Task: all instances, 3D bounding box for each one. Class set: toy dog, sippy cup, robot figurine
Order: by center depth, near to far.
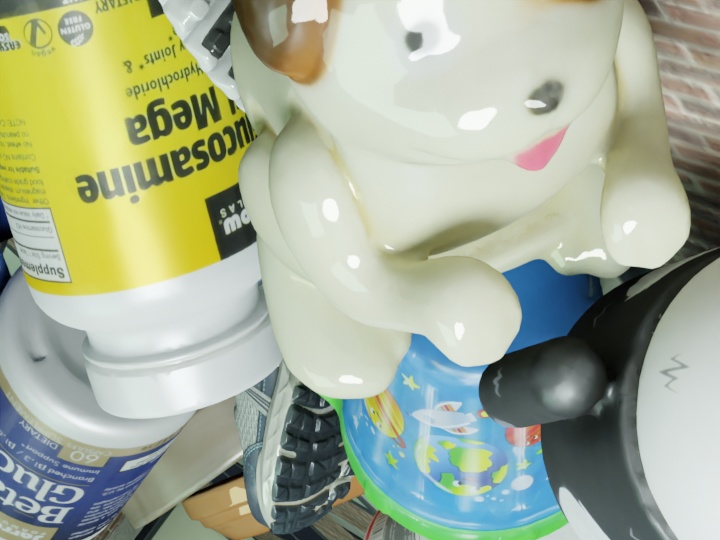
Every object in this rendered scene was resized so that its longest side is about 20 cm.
[{"bbox_3d":[0.025,-0.069,0.558,0.200,0.138,0.196,105,148,-78],"label":"toy dog"},{"bbox_3d":[0.135,0.052,0.655,0.126,0.149,0.200,59,168,0],"label":"robot figurine"},{"bbox_3d":[0.054,0.035,0.824,0.131,0.176,0.141,84,167,-59],"label":"sippy cup"}]

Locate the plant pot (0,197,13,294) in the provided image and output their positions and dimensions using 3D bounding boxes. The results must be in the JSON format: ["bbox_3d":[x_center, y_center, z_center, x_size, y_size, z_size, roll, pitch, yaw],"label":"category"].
[{"bbox_3d":[-0.207,-0.105,0.905,0.199,0.180,0.200,36,167,3],"label":"plant pot"}]

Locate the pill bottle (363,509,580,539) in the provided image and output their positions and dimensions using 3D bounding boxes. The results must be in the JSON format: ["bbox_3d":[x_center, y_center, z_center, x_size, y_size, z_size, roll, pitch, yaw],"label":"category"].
[{"bbox_3d":[0.085,0.155,1.082,0.114,0.114,0.200,38,150,-6],"label":"pill bottle"}]

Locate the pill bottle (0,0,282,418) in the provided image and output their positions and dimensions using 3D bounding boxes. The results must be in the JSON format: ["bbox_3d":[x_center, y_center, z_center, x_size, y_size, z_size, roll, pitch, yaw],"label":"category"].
[{"bbox_3d":[-0.094,-0.048,0.768,0.112,0.112,0.202,18,127,57],"label":"pill bottle"}]

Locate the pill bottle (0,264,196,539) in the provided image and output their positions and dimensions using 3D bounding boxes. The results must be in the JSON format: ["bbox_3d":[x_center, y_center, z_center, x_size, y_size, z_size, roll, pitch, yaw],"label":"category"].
[{"bbox_3d":[-0.158,0.079,0.968,0.111,0.111,0.200,37,140,-1],"label":"pill bottle"}]

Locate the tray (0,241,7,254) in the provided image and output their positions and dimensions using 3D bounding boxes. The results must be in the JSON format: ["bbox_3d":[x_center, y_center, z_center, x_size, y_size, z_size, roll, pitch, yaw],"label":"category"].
[{"bbox_3d":[-0.246,0.009,0.951,0.107,0.201,0.022,28,125,-15],"label":"tray"}]

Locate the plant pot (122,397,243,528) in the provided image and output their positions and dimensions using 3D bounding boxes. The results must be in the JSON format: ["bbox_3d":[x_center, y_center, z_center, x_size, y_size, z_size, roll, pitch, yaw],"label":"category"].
[{"bbox_3d":[-0.108,0.030,1.152,0.174,0.199,0.200,53,167,1],"label":"plant pot"}]

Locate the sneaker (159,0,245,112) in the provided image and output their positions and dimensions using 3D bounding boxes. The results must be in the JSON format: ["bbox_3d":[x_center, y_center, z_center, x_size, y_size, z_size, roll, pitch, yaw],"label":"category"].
[{"bbox_3d":[-0.021,-0.084,0.728,0.200,0.075,0.081,46,174,-31],"label":"sneaker"}]

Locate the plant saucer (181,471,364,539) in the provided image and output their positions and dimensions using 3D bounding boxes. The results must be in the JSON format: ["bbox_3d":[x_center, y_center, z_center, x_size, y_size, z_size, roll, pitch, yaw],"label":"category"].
[{"bbox_3d":[-0.010,0.117,1.134,0.200,0.198,0.038,143,106,-77],"label":"plant saucer"}]

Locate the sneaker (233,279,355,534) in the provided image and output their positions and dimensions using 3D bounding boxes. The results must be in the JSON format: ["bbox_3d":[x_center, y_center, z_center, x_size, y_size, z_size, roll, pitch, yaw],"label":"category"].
[{"bbox_3d":[-0.039,0.029,0.936,0.086,0.202,0.077,12,-168,40],"label":"sneaker"}]
